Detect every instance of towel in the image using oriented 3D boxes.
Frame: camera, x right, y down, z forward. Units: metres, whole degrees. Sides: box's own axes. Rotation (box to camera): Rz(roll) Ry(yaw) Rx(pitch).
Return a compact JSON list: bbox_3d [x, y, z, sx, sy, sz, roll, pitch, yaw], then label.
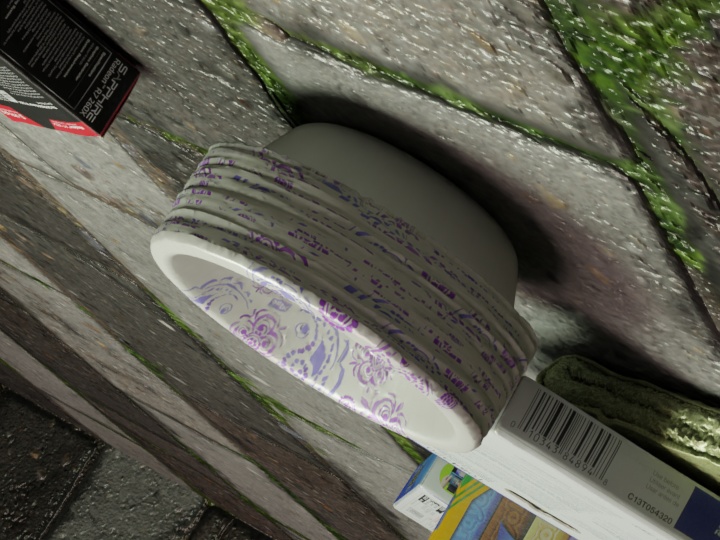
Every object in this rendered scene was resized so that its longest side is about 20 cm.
[{"bbox_3d":[0.202,0.110,1.181,0.200,0.037,0.148,17,161,49],"label":"towel"}]

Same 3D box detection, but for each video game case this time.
[{"bbox_3d":[0.124,0.220,1.752,0.181,0.045,0.200,33,168,1],"label":"video game case"}]

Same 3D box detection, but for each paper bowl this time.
[{"bbox_3d":[0.000,0.000,1.084,0.200,0.104,0.201,31,168,7],"label":"paper bowl"}]

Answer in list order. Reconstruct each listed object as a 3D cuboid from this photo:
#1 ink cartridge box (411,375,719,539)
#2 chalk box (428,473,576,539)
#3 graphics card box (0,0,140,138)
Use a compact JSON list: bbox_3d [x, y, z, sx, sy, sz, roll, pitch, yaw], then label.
[{"bbox_3d":[0.137,0.127,1.222,0.196,0.043,0.200,31,171,-10],"label":"ink cartridge box"},{"bbox_3d":[0.104,0.240,1.546,0.124,0.200,0.124,29,167,14],"label":"chalk box"},{"bbox_3d":[-0.231,-0.154,1.181,0.200,0.051,0.125,39,167,-32],"label":"graphics card box"}]
